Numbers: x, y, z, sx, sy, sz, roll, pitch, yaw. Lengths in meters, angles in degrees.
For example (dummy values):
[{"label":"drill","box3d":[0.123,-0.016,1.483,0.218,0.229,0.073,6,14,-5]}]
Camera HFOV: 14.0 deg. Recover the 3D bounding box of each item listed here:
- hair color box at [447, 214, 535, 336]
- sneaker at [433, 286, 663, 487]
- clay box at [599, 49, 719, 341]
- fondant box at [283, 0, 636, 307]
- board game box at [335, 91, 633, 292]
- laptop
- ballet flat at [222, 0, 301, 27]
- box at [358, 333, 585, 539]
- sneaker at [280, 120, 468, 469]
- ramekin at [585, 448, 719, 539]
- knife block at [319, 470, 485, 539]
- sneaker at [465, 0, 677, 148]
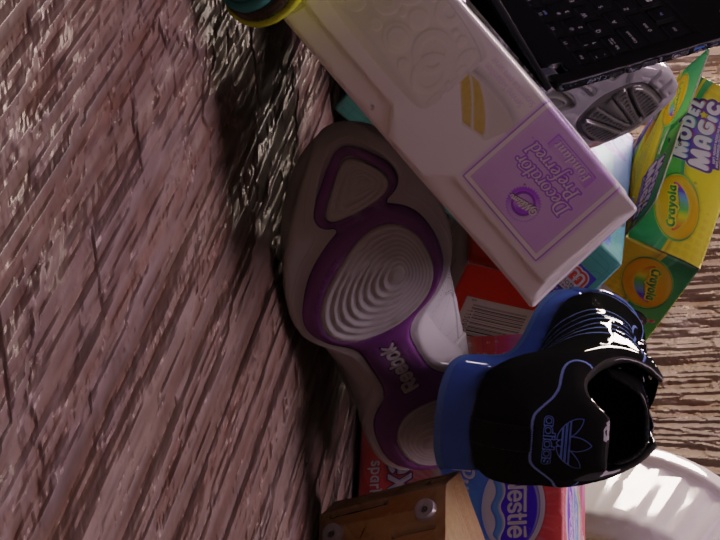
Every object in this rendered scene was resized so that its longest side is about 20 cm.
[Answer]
[{"label":"hair color box","box3d":[0.074,-0.040,1.622,0.102,0.061,0.201,113,-14,-46]},{"label":"sneaker","box3d":[0.101,0.055,1.282,0.200,0.078,0.071,-28,124,-63]},{"label":"clay box","box3d":[0.149,-0.018,1.544,0.200,0.047,0.115,120,-7,-57]},{"label":"fondant box","box3d":[0.043,-0.063,1.176,0.144,0.058,0.200,49,6,0]},{"label":"board game box","box3d":[0.067,-0.073,1.467,0.152,0.045,0.200,43,20,-10]},{"label":"laptop","box3d":[0.066,-0.171,1.228,0.177,0.199,0.104,53,-35,31]},{"label":"ballet flat","box3d":[-0.020,-0.180,1.112,0.067,0.067,0.201,19,60,-46]},{"label":"box","box3d":[0.054,0.136,1.374,0.095,0.102,0.201,75,15,-52]},{"label":"sneaker","box3d":[0.000,0.000,1.258,0.200,0.075,0.100,74,-6,-49]},{"label":"ramekin","box3d":[0.141,0.205,1.640,0.094,0.201,0.204,-39,125,-65]},{"label":"knife block","box3d":[0.049,0.210,1.254,0.176,0.064,0.201,43,40,-48]},{"label":"sneaker","box3d":[0.083,-0.128,1.396,0.100,0.078,0.200,62,7,23]}]
